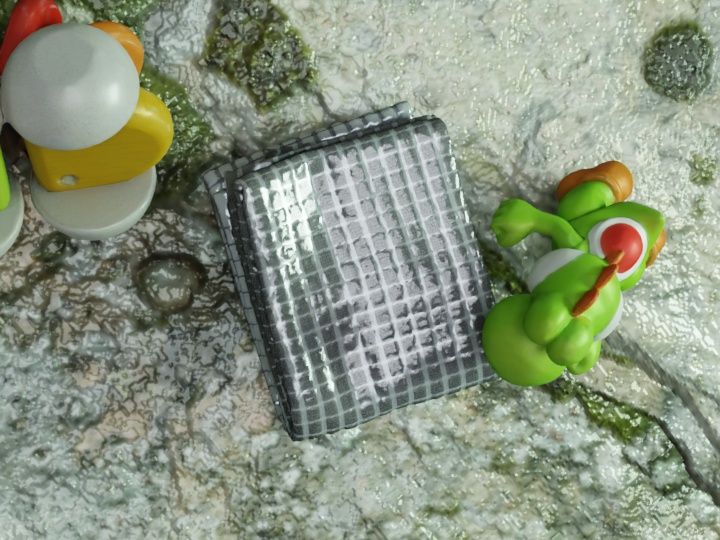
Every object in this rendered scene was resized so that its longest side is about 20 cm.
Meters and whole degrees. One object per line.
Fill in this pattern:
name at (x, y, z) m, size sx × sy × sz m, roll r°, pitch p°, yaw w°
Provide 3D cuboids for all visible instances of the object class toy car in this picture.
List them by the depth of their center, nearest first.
toy car at (-0.225, -0.102, 1.041) m, size 0.199 × 0.175 × 0.150 m, roll -14°, pitch 65°, yaw -9°

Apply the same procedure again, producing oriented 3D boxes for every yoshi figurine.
yoshi figurine at (0.135, 0.010, 1.113) m, size 0.112 × 0.200 × 0.112 m, roll 15°, pitch 122°, yaw 16°

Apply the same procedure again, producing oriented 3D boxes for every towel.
towel at (0.000, 0.000, 1.124) m, size 0.165 × 0.086 × 0.201 m, roll -17°, pitch 100°, yaw -10°
